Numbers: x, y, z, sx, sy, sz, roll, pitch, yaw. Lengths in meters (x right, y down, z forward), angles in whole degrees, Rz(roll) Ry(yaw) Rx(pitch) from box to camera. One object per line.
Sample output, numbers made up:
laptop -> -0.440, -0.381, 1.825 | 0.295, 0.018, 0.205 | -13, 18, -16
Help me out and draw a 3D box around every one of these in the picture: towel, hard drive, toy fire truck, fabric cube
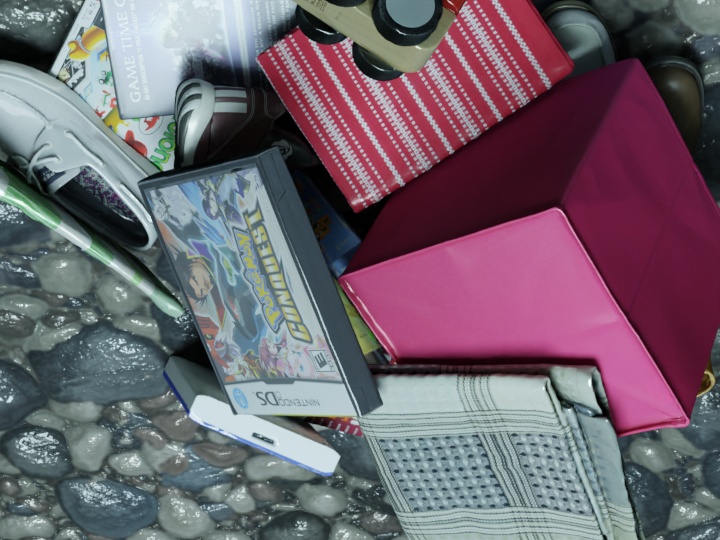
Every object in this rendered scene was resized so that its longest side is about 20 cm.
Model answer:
towel -> 0.099, 0.146, 1.200 | 0.200, 0.035, 0.193 | -2, 125, 27
towel -> -0.240, -0.037, 1.320 | 0.200, 0.153, 0.023 | 38, 88, -27
hard drive -> -0.100, 0.125, 1.449 | 0.132, 0.200, 0.025 | 24, 90, -14
towel -> 0.042, -0.155, 1.230 | 0.200, 0.022, 0.145 | -33, 88, 3
toy fire truck -> 0.020, -0.267, 1.173 | 0.176, 0.200, 0.129 | 33, 162, -2
fabric cube -> 0.140, -0.002, 1.220 | 0.196, 0.199, 0.200 | -17, 118, 35

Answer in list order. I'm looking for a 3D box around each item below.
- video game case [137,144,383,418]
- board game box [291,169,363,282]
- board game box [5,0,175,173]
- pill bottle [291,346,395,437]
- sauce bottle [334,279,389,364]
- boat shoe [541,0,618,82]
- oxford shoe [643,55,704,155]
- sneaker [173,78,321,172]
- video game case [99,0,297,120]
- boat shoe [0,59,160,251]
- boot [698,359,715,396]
video game case -> -0.078, 0.014, 1.213 | 0.181, 0.025, 0.200 | -6, 109, 56
board game box -> 0.000, 0.000, 1.330 | 0.037, 0.200, 0.151 | -39, 119, 2
board game box -> -0.192, -0.138, 1.337 | 0.126, 0.035, 0.200 | 24, 127, -15
pill bottle -> -0.005, 0.088, 1.452 | 0.200, 0.110, 0.110 | 15, 128, -4
sauce bottle -> -0.052, 0.015, 1.375 | 0.065, 0.065, 0.200 | -37, 82, 29
boat shoe -> 0.167, -0.113, 1.305 | 0.075, 0.068, 0.200 | -1, 129, 5
oxford shoe -> 0.231, -0.077, 1.320 | 0.073, 0.084, 0.200 | 9, 127, 0
sneaker -> -0.089, -0.071, 1.307 | 0.115, 0.076, 0.200 | -3, 146, -10
video game case -> -0.095, -0.191, 1.262 | 0.200, 0.019, 0.143 | -5, 118, 1
boat shoe -> -0.237, -0.086, 1.315 | 0.072, 0.069, 0.200 | -31, 120, 27
boot -> 0.195, 0.070, 1.401 | 0.201, 0.144, 0.071 | -14, 125, 16
